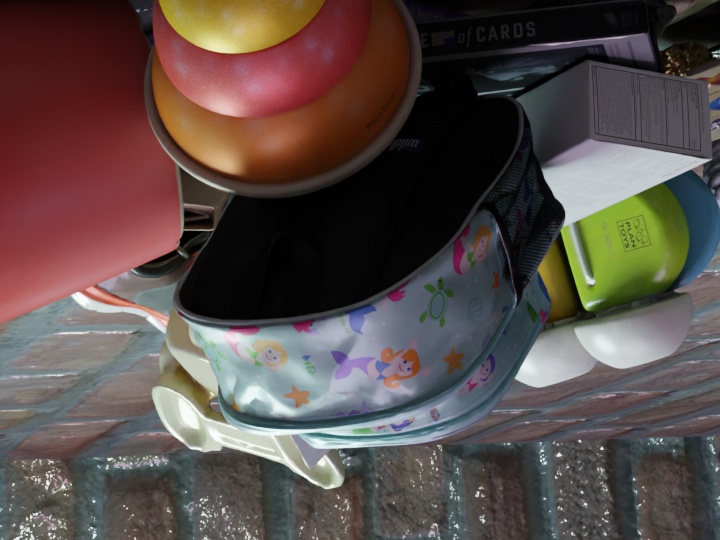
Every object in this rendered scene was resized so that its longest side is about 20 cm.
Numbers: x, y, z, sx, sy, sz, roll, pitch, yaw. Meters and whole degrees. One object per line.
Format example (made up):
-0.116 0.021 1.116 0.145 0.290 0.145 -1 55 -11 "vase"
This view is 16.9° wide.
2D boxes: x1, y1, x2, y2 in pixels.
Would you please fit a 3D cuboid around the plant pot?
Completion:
-0.198 -0.062 1.319 0.176 0.201 0.200 -13 172 -13 "plant pot"

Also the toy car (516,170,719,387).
0.169 -0.021 1.712 0.150 0.176 0.200 -16 179 -41 "toy car"

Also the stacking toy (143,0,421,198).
-0.052 -0.141 1.179 0.145 0.147 0.200 -5 150 7 "stacking toy"

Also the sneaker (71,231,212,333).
-0.117 -0.005 1.637 0.082 0.077 0.200 -33 159 28 "sneaker"

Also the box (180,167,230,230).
-0.151 -0.059 1.499 0.163 0.021 0.200 2 -166 6 "box"

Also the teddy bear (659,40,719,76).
0.194 -0.096 1.488 0.199 0.067 0.145 -15 169 -36 "teddy bear"

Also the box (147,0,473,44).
-0.049 -0.120 1.426 0.199 0.039 0.136 -14 166 42 "box"

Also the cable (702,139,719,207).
0.339 -0.083 1.704 0.199 0.070 0.200 -2 168 -6 "cable"

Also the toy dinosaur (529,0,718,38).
0.151 -0.142 1.385 0.199 0.048 0.088 -12 171 25 "toy dinosaur"

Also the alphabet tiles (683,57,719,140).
0.279 -0.125 1.415 0.199 0.006 0.167 -20 157 -4 "alphabet tiles"

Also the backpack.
0.003 0.008 1.267 0.177 0.151 0.200 -5 -153 26 "backpack"

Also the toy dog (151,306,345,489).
-0.051 0.008 1.593 0.139 0.200 0.194 7 144 35 "toy dog"

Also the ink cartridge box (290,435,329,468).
0.000 0.000 1.500 0.057 0.200 0.163 36 162 39 "ink cartridge box"

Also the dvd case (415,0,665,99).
0.067 -0.108 1.347 0.199 0.025 0.150 -5 166 11 "dvd case"

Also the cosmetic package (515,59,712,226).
0.107 -0.063 1.376 0.082 0.051 0.200 9 162 -28 "cosmetic package"
